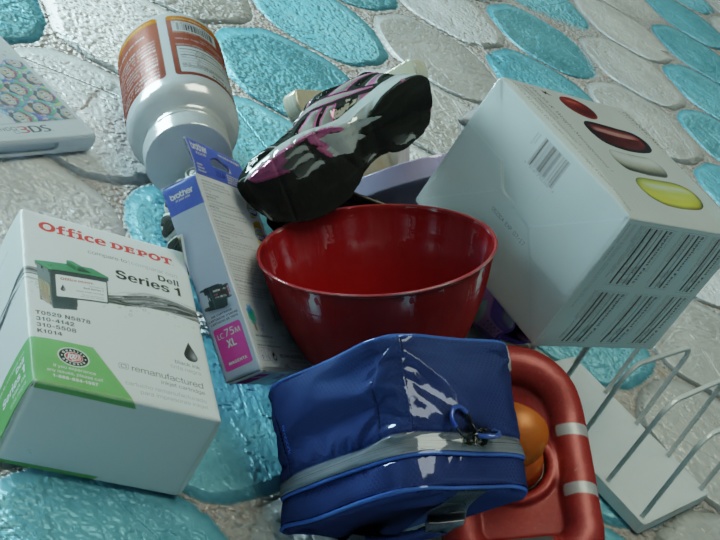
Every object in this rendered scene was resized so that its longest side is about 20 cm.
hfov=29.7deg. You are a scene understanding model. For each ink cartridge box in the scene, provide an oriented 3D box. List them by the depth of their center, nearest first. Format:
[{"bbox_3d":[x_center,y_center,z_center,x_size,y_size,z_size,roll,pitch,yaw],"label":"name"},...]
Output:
[{"bbox_3d":[-0.197,0.057,1.011,0.145,0.085,0.201,16,32,-28],"label":"ink cartridge box"},{"bbox_3d":[-0.105,-0.004,1.126,0.119,0.042,0.202,16,54,-71],"label":"ink cartridge box"}]

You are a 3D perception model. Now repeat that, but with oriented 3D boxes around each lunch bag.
[{"bbox_3d":[0.031,0.132,0.990,0.135,0.199,0.134,6,68,-35],"label":"lunch bag"}]

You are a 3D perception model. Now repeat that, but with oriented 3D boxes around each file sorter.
[{"bbox_3d":[0.265,0.127,1.320,0.138,0.125,0.200,-8,48,-49],"label":"file sorter"}]

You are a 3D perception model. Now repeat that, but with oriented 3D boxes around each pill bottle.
[{"bbox_3d":[-0.181,-0.163,1.351,0.111,0.113,0.201,17,32,-25],"label":"pill bottle"}]

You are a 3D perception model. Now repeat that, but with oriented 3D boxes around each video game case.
[{"bbox_3d":[-0.373,-0.175,1.271,0.200,0.024,0.181,44,30,22],"label":"video game case"}]

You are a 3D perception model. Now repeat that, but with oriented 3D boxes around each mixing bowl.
[{"bbox_3d":[0.015,0.028,1.124,0.198,0.110,0.201,-2,23,1],"label":"mixing bowl"}]

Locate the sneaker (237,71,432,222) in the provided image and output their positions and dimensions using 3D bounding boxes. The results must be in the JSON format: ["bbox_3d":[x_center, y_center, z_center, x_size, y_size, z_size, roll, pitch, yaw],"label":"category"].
[{"bbox_3d":[-0.031,-0.113,1.195,0.199,0.081,0.086,-32,36,-27],"label":"sneaker"}]

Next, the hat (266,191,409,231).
[{"bbox_3d":[0.000,0.000,1.271,0.199,0.200,0.082,21,65,-18],"label":"hat"}]

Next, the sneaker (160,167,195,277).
[{"bbox_3d":[-0.107,-0.006,1.238,0.201,0.081,0.083,52,19,15],"label":"sneaker"}]

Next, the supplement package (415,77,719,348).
[{"bbox_3d":[0.199,-0.047,1.223,0.199,0.148,0.192,5,40,-47],"label":"supplement package"}]

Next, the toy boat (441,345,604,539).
[{"bbox_3d":[0.123,0.146,1.076,0.129,0.131,0.202,-6,55,2],"label":"toy boat"}]

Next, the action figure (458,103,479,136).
[{"bbox_3d":[0.162,-0.104,1.537,0.194,0.104,0.200,57,-17,-24],"label":"action figure"}]

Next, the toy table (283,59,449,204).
[{"bbox_3d":[0.009,-0.117,1.322,0.183,0.199,0.118,0,72,-60],"label":"toy table"}]

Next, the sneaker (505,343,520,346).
[{"bbox_3d":[0.115,0.137,1.228,0.087,0.076,0.201,9,28,-11],"label":"sneaker"}]

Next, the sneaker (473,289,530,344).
[{"bbox_3d":[0.179,0.036,1.439,0.199,0.081,0.089,-9,54,-44],"label":"sneaker"}]
